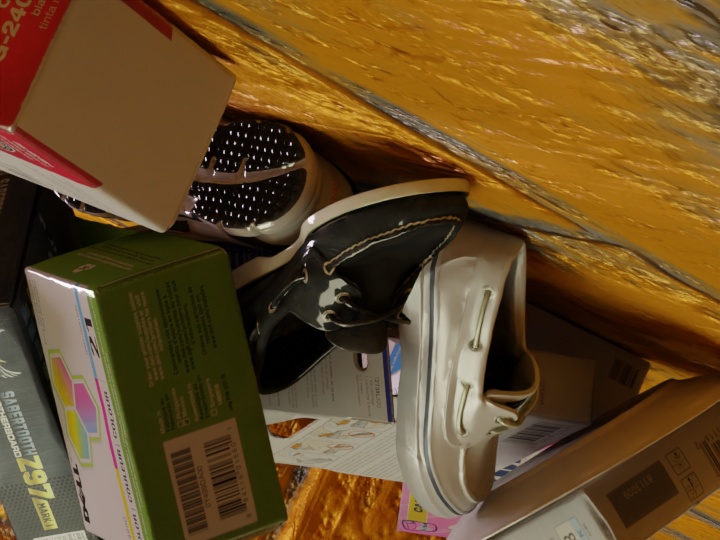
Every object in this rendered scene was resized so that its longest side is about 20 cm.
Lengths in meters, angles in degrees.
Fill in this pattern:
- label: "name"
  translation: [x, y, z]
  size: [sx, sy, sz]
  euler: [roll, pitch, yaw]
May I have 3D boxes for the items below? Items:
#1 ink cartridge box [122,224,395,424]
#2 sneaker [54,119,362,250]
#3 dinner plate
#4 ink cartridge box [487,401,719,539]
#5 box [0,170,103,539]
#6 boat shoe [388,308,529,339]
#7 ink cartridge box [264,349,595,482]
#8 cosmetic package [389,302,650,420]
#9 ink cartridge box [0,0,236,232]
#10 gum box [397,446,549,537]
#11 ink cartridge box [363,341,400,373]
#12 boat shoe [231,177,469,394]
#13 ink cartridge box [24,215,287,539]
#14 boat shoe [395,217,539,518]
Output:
- label: "ink cartridge box"
  translation: [-0.051, 0.026, 1.387]
  size: [0.200, 0.095, 0.037]
  euler: [4, -168, 44]
- label: "sneaker"
  translation: [-0.083, -0.045, 1.341]
  size: [0.200, 0.074, 0.080]
  euler: [19, 174, 41]
- label: "dinner plate"
  translation: [0.124, 0.103, 1.457]
  size: [0.024, 0.200, 0.200]
  euler: [58, 175, 3]
- label: "ink cartridge box"
  translation: [0.126, 0.146, 1.501]
  size: [0.047, 0.160, 0.200]
  euler: [57, 137, 5]
- label: "box"
  translation: [-0.173, 0.055, 1.435]
  size: [0.051, 0.158, 0.200]
  euler: [-10, 123, 8]
- label: "boat shoe"
  translation: [0.000, 0.000, 1.465]
  size: [0.200, 0.071, 0.065]
  euler: [15, 172, -19]
- label: "ink cartridge box"
  translation: [0.018, 0.081, 1.521]
  size: [0.173, 0.044, 0.200]
  euler: [10, 162, -17]
- label: "cosmetic package"
  translation: [0.068, 0.036, 1.573]
  size: [0.200, 0.051, 0.083]
  euler: [26, 174, -19]
- label: "ink cartridge box"
  translation: [-0.179, -0.101, 1.155]
  size: [0.200, 0.083, 0.145]
  euler: [21, 174, 27]
- label: "gum box"
  translation: [0.088, 0.125, 1.783]
  size: [0.113, 0.066, 0.200]
  euler: [6, 153, 2]
- label: "ink cartridge box"
  translation: [0.033, 0.071, 1.924]
  size: [0.116, 0.067, 0.200]
  euler: [27, 173, -33]
- label: "boat shoe"
  translation: [-0.008, 0.012, 1.260]
  size: [0.074, 0.066, 0.199]
  euler: [1, 161, -39]
- label: "ink cartridge box"
  translation: [-0.126, 0.058, 1.353]
  size: [0.076, 0.148, 0.200]
  euler: [-18, -166, -26]
- label: "boat shoe"
  translation: [0.059, 0.059, 1.355]
  size: [0.067, 0.074, 0.200]
  euler: [13, 137, 23]
